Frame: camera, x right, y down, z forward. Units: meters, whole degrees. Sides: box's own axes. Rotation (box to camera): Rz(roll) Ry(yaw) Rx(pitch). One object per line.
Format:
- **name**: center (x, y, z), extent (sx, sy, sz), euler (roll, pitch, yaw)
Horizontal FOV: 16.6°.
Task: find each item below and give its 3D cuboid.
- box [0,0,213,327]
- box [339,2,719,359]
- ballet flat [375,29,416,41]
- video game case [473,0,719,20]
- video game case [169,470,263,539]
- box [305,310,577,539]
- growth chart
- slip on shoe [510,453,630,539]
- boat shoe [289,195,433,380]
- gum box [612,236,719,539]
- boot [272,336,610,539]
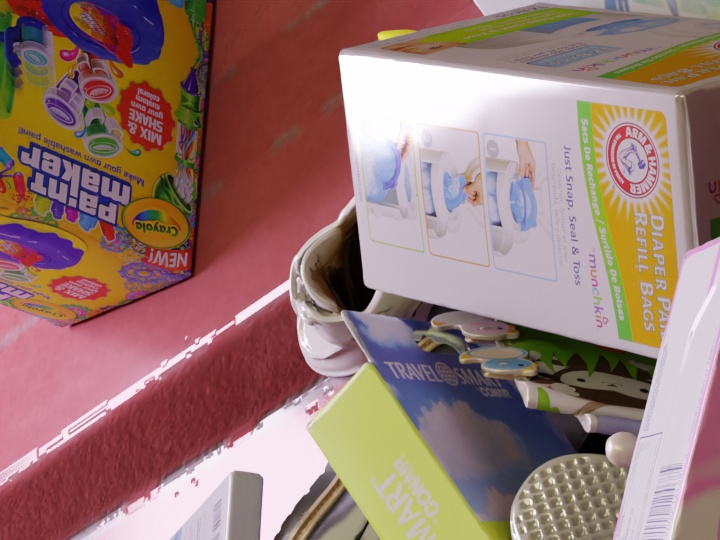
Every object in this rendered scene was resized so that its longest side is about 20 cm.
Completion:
- **box**: center (-0.199, -0.098, 1.370), extent (0.122, 0.200, 0.193), euler (-20, 58, 42)
- **box**: center (0.098, -0.039, 0.957), extent (0.200, 0.112, 0.102), euler (14, 115, 52)
- **ballet flat**: center (0.073, -0.061, 1.150), extent (0.067, 0.067, 0.200), euler (-36, 46, 4)
- **video game case**: center (0.155, -0.115, 1.007), extent (0.200, 0.022, 0.183), euler (-48, 66, 32)
- **video game case**: center (-0.086, 0.193, 1.173), extent (0.200, 0.018, 0.144), euler (132, 145, -60)
- **box**: center (0.063, 0.109, 0.971), extent (0.048, 0.122, 0.200), euler (-46, 62, 21)
- **growth chart**: center (0.113, 0.042, 0.963), extent (0.200, 0.144, 0.018), euler (-132, 49, -65)
- **slip on shoe**: center (0.137, 0.139, 0.894), extent (0.200, 0.061, 0.074), euler (33, 66, 15)
- **boat shoe**: center (0.000, 0.000, 1.143), extent (0.200, 0.070, 0.071), euler (-42, 60, 59)
- **gum box**: center (0.144, 0.100, 0.811), extent (0.066, 0.113, 0.201), euler (147, 139, -77)
- **boot**: center (0.035, 0.132, 1.085), extent (0.138, 0.077, 0.201), euler (20, 91, 45)
